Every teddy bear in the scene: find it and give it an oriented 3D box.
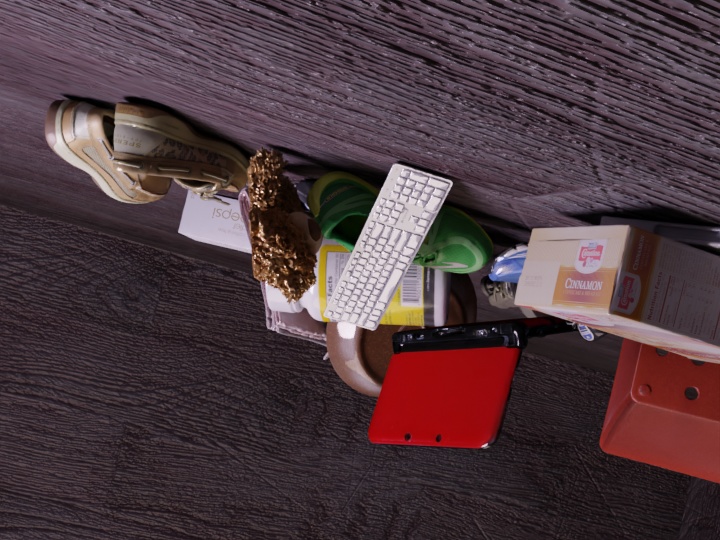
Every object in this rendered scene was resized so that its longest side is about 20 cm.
[{"bbox_3d":[-0.072,-0.042,0.976,0.065,0.148,0.200,-7,180,-4],"label":"teddy bear"}]

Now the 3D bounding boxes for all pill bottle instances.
[{"bbox_3d":[0.000,0.000,1.122,0.196,0.117,0.114,3,174,8],"label":"pill bottle"}]

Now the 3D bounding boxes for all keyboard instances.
[{"bbox_3d":[0.022,-0.017,0.935,0.055,0.011,0.201,19,132,-7],"label":"keyboard"}]

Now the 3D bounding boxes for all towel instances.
[{"bbox_3d":[-0.062,0.005,1.271,0.032,0.194,0.199,-30,149,28],"label":"towel"}]

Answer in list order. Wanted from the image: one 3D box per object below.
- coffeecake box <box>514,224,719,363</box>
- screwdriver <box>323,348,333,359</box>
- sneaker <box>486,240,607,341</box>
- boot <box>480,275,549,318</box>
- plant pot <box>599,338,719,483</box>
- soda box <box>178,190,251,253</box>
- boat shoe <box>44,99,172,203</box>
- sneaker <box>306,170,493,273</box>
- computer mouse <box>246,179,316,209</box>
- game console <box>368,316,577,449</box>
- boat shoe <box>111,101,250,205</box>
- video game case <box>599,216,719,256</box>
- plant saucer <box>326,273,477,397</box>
[{"bbox_3d":[0.256,0.024,0.867,0.197,0.074,0.153,17,176,-19],"label":"coffeecake box"},{"bbox_3d":[0.021,0.030,1.226,0.029,0.200,0.028,47,180,4],"label":"screwdriver"},{"bbox_3d":[0.221,0.022,1.017,0.196,0.091,0.079,11,174,-4],"label":"sneaker"},{"bbox_3d":[0.192,0.026,1.269,0.094,0.075,0.199,4,173,23],"label":"boot"},{"bbox_3d":[0.406,0.130,1.236,0.196,0.203,0.176,12,164,18],"label":"plant pot"},{"bbox_3d":[-0.146,-0.056,1.410,0.196,0.065,0.068,13,175,15],"label":"soda box"},{"bbox_3d":[-0.231,-0.113,1.025,0.075,0.073,0.200,0,171,18],"label":"boat shoe"},{"bbox_3d":[0.038,-0.028,0.990,0.197,0.085,0.074,16,132,-21],"label":"sneaker"},{"bbox_3d":[-0.077,-0.081,1.106,0.197,0.035,0.058,13,176,25],"label":"computer mouse"},{"bbox_3d":[0.124,0.117,1.100,0.170,0.121,0.198,-3,177,-39],"label":"game console"},{"bbox_3d":[-0.171,-0.102,0.970,0.072,0.064,0.199,11,174,28],"label":"boat shoe"},{"bbox_3d":[0.316,-0.011,0.843,0.198,0.018,0.142,10,174,44],"label":"video game case"},{"bbox_3d":[0.057,0.072,1.224,0.197,0.203,0.037,16,-163,-26],"label":"plant saucer"}]
